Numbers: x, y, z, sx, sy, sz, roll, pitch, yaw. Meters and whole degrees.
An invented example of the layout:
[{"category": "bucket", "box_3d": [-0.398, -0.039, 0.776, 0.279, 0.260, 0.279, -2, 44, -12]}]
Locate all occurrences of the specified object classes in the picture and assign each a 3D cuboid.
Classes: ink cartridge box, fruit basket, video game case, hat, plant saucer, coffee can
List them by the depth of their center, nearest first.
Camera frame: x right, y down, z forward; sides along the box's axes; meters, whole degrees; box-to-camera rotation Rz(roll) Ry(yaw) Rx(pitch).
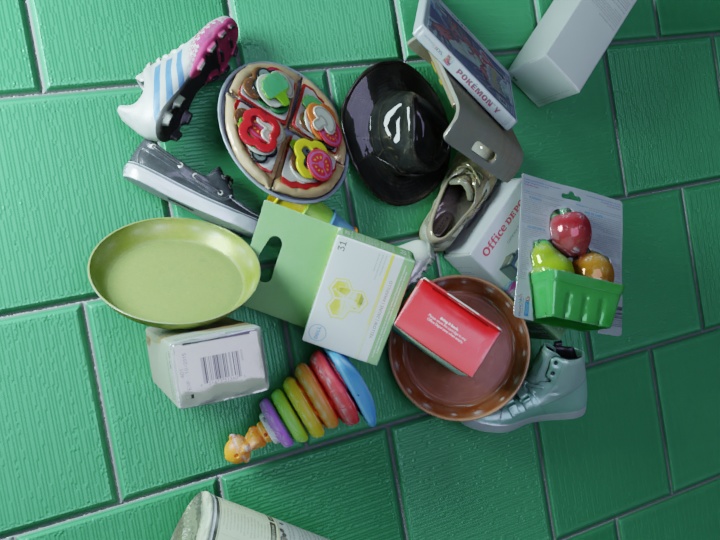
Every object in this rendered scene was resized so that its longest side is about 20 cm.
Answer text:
[{"category": "plant saucer", "box_3d": [-0.218, 0.006, 0.911, 0.197, 0.201, 0.031, -7, 131, -23]}, {"category": "coffee can", "box_3d": [-0.128, 0.374, 0.939, 0.198, 0.146, 0.148, 28, 78, -20]}, {"category": "ink cartridge box", "box_3d": [-0.048, 0.016, 0.953, 0.197, 0.048, 0.147, 19, 106, -6]}, {"category": "ink cartridge box", "box_3d": [0.104, 0.075, 0.971, 0.115, 0.200, 0.068, 34, 85, 6]}, {"category": "hat", "box_3d": [0.070, -0.191, 1.061, 0.198, 0.081, 0.204, -2, 94, -31]}, {"category": "video game case", "box_3d": [0.147, -0.298, 1.069, 0.182, 0.201, 0.023, 41, 119, -17]}, {"category": "fruit basket", "box_3d": [0.291, -0.019, 1.081, 0.183, 0.094, 0.203, 10, 71, -23]}, {"category": "plant saucer", "box_3d": [0.138, 0.109, 1.083, 0.197, 0.032, 0.204, -1, 80, 5]}, {"category": "ink cartridge box", "box_3d": [0.243, -0.015, 1.141, 0.200, 0.087, 0.146, 41, 75, -15]}]

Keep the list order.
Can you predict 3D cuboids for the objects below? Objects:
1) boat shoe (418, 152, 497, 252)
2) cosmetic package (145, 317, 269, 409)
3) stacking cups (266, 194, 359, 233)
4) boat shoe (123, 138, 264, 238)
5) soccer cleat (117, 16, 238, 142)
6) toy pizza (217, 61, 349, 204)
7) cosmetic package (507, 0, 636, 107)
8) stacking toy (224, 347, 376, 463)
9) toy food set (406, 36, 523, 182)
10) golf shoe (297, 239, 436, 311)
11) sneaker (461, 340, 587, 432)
[{"category": "boat shoe", "box_3d": [0.151, -0.119, 1.107, 0.072, 0.065, 0.201, 32, 79, 2]}, {"category": "cosmetic package", "box_3d": [-0.183, 0.099, 0.893, 0.104, 0.199, 0.072, -10, 95, -24]}, {"category": "stacking cups", "box_3d": [-0.038, -0.046, 1.041, 0.199, 0.060, 0.061, 39, 75, -21]}, {"category": "boat shoe", "box_3d": [-0.195, -0.103, 0.970, 0.198, 0.070, 0.067, 25, 81, -13]}, {"category": "soccer cleat", "box_3d": [-0.226, -0.250, 0.957, 0.085, 0.070, 0.202, 22, 65, 12]}, {"category": "toy pizza", "box_3d": [-0.091, -0.183, 0.993, 0.198, 0.032, 0.203, 17, 62, -33]}, {"category": "cosmetic package", "box_3d": [0.322, -0.360, 1.173, 0.085, 0.107, 0.201, 37, 77, -18]}, {"category": "stacking toy", "box_3d": [-0.088, 0.187, 0.996, 0.199, 0.110, 0.117, -32, 111, -9]}, {"category": "toy food set", "box_3d": [0.136, -0.222, 1.050, 0.143, 0.060, 0.202, 24, 37, -40]}, {"category": "golf shoe", "box_3d": [0.000, 0.000, 0.999, 0.198, 0.078, 0.098, -29, 116, 3]}, {"category": "sneaker", "box_3d": [0.232, 0.160, 1.112, 0.197, 0.074, 0.120, -8, 113, -11]}]
